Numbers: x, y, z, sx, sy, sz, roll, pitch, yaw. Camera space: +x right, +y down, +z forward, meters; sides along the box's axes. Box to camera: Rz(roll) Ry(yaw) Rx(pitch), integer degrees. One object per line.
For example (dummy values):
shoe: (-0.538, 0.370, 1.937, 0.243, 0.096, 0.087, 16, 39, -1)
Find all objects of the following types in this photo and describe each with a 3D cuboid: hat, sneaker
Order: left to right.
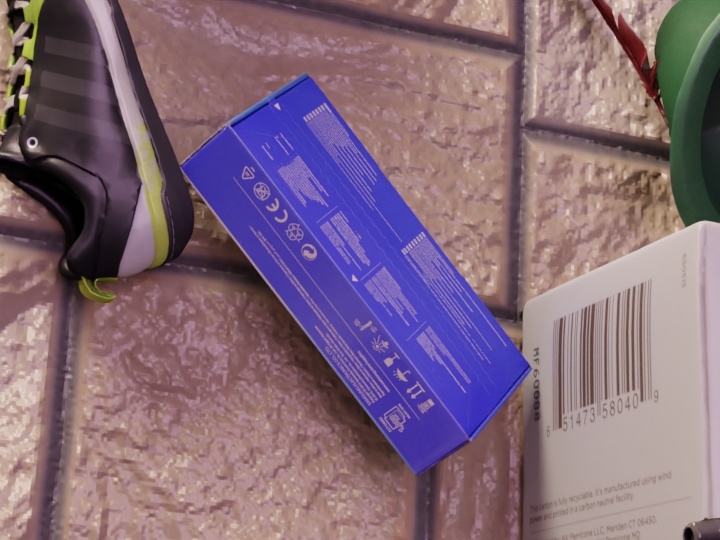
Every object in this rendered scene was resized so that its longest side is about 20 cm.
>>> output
sneaker: (-0.153, -0.083, 0.999, 0.082, 0.072, 0.202, -23, 85, -25)
hat: (0.190, -0.127, 1.185, 0.165, 0.176, 0.202, -23, 122, -28)

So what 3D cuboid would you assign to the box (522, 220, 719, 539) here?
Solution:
box: (0.198, 0.099, 1.023, 0.170, 0.199, 0.202, 6, 75, -21)

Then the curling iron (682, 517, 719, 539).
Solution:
curling iron: (0.233, 0.108, 0.907, 0.198, 0.026, 0.050, -4, 117, -20)

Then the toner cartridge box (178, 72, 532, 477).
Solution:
toner cartridge box: (0.000, 0.000, 1.033, 0.201, 0.043, 0.095, 53, 32, -1)
